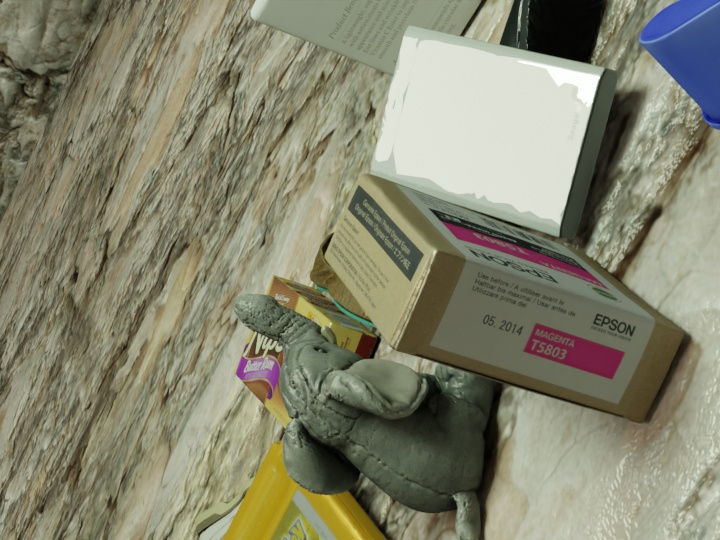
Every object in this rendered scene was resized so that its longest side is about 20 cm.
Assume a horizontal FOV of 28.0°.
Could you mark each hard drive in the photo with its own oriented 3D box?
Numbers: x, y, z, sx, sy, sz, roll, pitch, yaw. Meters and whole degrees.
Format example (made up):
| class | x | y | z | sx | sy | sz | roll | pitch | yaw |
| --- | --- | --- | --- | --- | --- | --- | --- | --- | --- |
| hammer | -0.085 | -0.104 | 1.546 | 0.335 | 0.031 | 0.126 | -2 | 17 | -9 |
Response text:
| class | x | y | z | sx | sy | sz | roll | pitch | yaw |
| --- | --- | --- | --- | --- | --- | --- | --- | --- | --- |
| hard drive | 0.101 | -0.114 | 1.153 | 0.200 | 0.026 | 0.132 | 21 | 100 | 41 |

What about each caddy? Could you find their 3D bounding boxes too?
| class | x | y | z | sx | sy | sz | roll | pitch | yaw |
| --- | --- | --- | --- | --- | --- | --- | --- | --- | --- |
| caddy | 0.269 | -0.164 | 0.876 | 0.141 | 0.105 | 0.200 | -56 | 14 | -30 |

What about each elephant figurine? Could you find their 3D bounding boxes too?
| class | x | y | z | sx | sy | sz | roll | pitch | yaw |
| --- | --- | --- | --- | --- | --- | --- | --- | --- | --- |
| elephant figurine | -0.005 | 0.111 | 1.135 | 0.155 | 0.200 | 0.142 | 3 | 75 | 66 |

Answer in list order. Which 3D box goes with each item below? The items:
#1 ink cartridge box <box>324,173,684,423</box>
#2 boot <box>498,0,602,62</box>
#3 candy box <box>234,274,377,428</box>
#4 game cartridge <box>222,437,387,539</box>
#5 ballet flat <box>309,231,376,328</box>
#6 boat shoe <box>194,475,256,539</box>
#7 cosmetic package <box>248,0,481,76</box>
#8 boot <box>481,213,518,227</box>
| class | x | y | z | sx | sy | sz | roll | pitch | yaw |
| --- | --- | --- | --- | --- | --- | --- | --- | --- | --- |
| ink cartridge box | 0.094 | 0.017 | 0.990 | 0.075 | 0.200 | 0.165 | -66 | 24 | 12 |
| boot | 0.121 | -0.174 | 1.234 | 0.162 | 0.073 | 0.199 | 4 | 83 | 62 |
| candy box | -0.058 | 0.086 | 1.453 | 0.117 | 0.056 | 0.200 | -68 | 25 | 6 |
| game cartridge | -0.054 | 0.266 | 1.264 | 0.200 | 0.032 | 0.176 | 44 | 114 | 43 |
| ballet flat | 0.000 | 0.000 | 1.373 | 0.200 | 0.068 | 0.072 | -143 | 56 | -71 |
| boat shoe | -0.089 | 0.242 | 1.396 | 0.200 | 0.075 | 0.068 | -41 | 57 | 46 |
| cosmetic package | 0.008 | -0.316 | 1.432 | 0.165 | 0.200 | 0.165 | -56 | 28 | 29 |
| boot | 0.059 | -0.043 | 1.273 | 0.200 | 0.075 | 0.074 | 2 | 76 | 67 |
